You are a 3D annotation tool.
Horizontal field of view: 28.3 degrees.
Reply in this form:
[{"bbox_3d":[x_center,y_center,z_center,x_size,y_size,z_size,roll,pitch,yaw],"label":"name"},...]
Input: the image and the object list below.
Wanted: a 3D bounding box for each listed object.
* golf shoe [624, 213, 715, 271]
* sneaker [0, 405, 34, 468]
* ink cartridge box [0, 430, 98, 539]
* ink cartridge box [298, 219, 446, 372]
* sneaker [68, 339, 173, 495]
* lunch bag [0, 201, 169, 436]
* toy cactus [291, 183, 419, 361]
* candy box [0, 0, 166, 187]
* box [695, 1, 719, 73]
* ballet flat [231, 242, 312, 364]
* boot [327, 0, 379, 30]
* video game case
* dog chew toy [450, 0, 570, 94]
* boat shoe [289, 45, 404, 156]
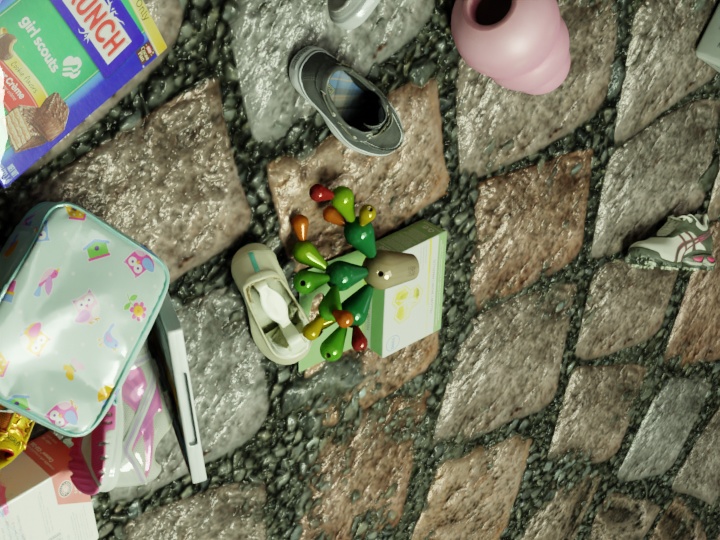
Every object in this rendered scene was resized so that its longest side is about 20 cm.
[{"bbox_3d":[0.457,-0.043,2.124,0.199,0.077,0.089,-1,95,-49],"label":"golf shoe"},{"bbox_3d":[-0.335,0.140,1.388,0.201,0.077,0.073,-55,139,-6],"label":"sneaker"},{"bbox_3d":[-0.371,0.265,1.439,0.199,0.067,0.117,-29,133,-33],"label":"ink cartridge box"},{"bbox_3d":[0.016,0.038,1.716,0.199,0.048,0.146,-25,131,-37],"label":"ink cartridge box"},{"bbox_3d":[-0.235,0.128,1.446,0.088,0.081,0.202,13,81,-42],"label":"sneaker"},{"bbox_3d":[-0.278,0.049,1.339,0.160,0.077,0.201,33,78,-29],"label":"lunch bag"},{"bbox_3d":[0.000,0.000,1.606,0.164,0.102,0.202,-7,96,-37],"label":"toy cactus"},{"bbox_3d":[-0.284,-0.200,1.219,0.200,0.077,0.170,-45,139,-17],"label":"candy box"},{"bbox_3d":[0.617,-0.334,1.985,0.171,0.199,0.200,18,100,-52],"label":"box"},{"bbox_3d":[-0.092,0.054,1.595,0.069,0.069,0.201,-43,138,-17],"label":"ballet flat"},{"bbox_3d":[-0.007,-0.350,1.429,0.095,0.073,0.201,20,91,-44],"label":"boot"},{"bbox_3d":[-0.193,0.099,1.463,0.017,0.143,0.201,-14,127,-14],"label":"video game case"},{"bbox_3d":[0.184,-0.265,1.643,0.125,0.124,0.200,-58,149,1],"label":"dog chew toy"},{"bbox_3d":[0.001,-0.175,1.544,0.070,0.066,0.200,-53,141,-5],"label":"boat shoe"}]
